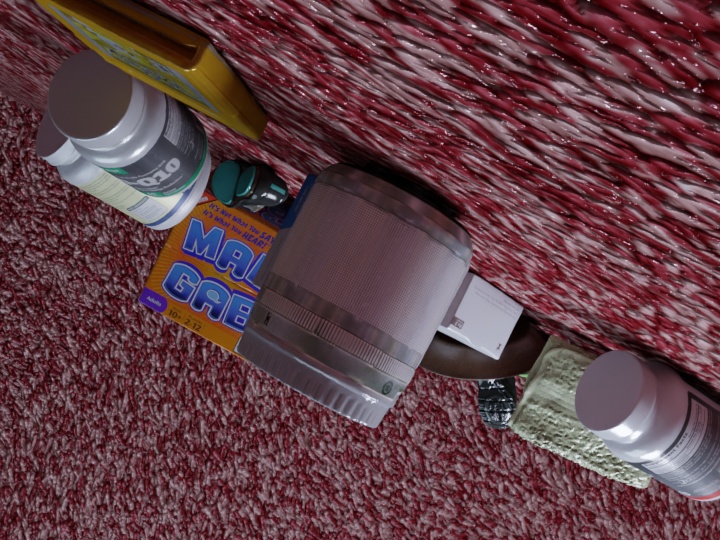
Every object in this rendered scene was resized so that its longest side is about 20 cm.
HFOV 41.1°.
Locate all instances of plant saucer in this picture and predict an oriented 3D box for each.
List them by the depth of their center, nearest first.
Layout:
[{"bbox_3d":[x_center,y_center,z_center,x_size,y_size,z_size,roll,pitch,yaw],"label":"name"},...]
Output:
[{"bbox_3d":[0.165,0.095,1.347,0.196,0.037,0.201,-3,-160,1],"label":"plant saucer"}]

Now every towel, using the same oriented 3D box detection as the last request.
[{"bbox_3d":[0.301,0.184,1.227,0.197,0.151,0.036,23,-163,6],"label":"towel"}]

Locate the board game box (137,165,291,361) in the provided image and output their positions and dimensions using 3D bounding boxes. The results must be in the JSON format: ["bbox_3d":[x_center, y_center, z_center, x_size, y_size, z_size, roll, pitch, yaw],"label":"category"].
[{"bbox_3d":[-0.197,-0.016,1.508,0.198,0.202,0.200,29,-165,-4],"label":"board game box"}]

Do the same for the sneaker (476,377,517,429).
[{"bbox_3d":[0.204,0.144,1.508,0.075,0.203,0.091,-6,-160,15],"label":"sneaker"}]

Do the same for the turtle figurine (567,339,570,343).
[{"bbox_3d":[0.335,0.172,1.327,0.198,0.102,0.149,24,179,-33],"label":"turtle figurine"}]

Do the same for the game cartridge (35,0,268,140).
[{"bbox_3d":[-0.177,-0.181,0.811,0.174,0.033,0.200,28,175,11],"label":"game cartridge"}]

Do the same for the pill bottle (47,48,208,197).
[{"bbox_3d":[-0.248,-0.157,1.040,0.112,0.114,0.200,27,176,15],"label":"pill bottle"}]

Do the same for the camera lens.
[{"bbox_3d":[-0.002,0.017,0.865,0.158,0.202,0.160,27,176,2],"label":"camera lens"}]

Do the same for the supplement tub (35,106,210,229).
[{"bbox_3d":[-0.315,-0.158,1.285,0.199,0.147,0.144,31,175,-40],"label":"supplement tub"}]

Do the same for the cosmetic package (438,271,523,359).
[{"bbox_3d":[0.106,0.036,1.279,0.112,0.082,0.199,31,175,-39],"label":"cosmetic package"}]

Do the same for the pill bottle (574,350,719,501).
[{"bbox_3d":[0.341,0.173,1.081,0.198,0.117,0.115,31,176,-28],"label":"pill bottle"}]

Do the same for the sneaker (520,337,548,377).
[{"bbox_3d":[0.269,0.125,1.471,0.085,0.076,0.200,64,176,-11],"label":"sneaker"}]

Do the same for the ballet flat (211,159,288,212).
[{"bbox_3d":[-0.151,-0.112,1.329,0.068,0.069,0.199,20,-179,-25],"label":"ballet flat"}]

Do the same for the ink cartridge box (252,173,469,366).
[{"bbox_3d":[0.000,0.000,1.059,0.198,0.146,0.084,25,175,33],"label":"ink cartridge box"}]
